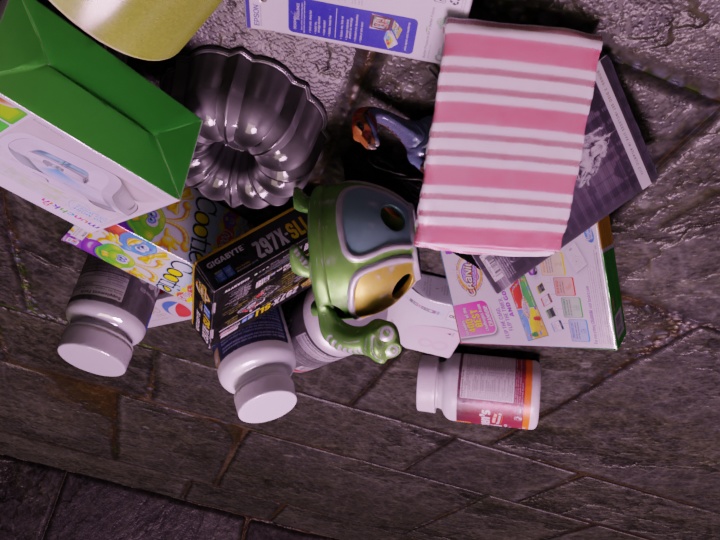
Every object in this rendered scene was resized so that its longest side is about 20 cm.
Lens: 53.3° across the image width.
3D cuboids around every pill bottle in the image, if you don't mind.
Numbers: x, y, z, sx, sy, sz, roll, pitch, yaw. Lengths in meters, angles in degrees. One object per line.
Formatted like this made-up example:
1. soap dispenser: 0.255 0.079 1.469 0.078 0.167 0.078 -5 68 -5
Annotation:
1. pill bottle: -0.344 0.035 1.009 0.110 0.204 0.115 8 150 5
2. pill bottle: -0.151 0.100 0.994 0.108 0.203 0.112 -15 147 -10
3. pill bottle: 0.194 0.195 1.180 0.194 0.112 0.110 4 149 12
4. pill bottle: -0.051 0.074 1.047 0.114 0.118 0.199 26 150 -24

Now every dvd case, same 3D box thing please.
1. dvd case: 0.178 -0.087 0.691 0.198 0.016 0.149 -36 121 7

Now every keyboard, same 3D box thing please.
1. keyboard: 0.068 -0.079 0.805 0.197 0.040 0.104 32 166 12

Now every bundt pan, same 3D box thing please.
1. bundt pan: -0.135 -0.139 0.784 0.196 0.077 0.204 8 149 5

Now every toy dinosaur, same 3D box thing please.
1. toy dinosaur: 0.075 -0.111 0.742 0.177 0.107 0.201 19 155 7

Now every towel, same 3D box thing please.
1. towel: 0.127 -0.113 0.640 0.142 0.030 0.205 3 109 -11

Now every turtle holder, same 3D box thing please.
1. turtle holder: -0.002 -0.011 0.762 0.128 0.187 0.144 -6 125 7

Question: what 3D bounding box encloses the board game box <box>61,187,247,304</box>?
1. board game box: -0.263 -0.054 0.934 0.198 0.107 0.102 30 144 -30

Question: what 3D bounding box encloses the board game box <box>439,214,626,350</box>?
1. board game box: 0.192 0.010 0.825 0.196 0.040 0.157 -1 113 37

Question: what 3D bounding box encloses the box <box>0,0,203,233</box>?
1. box: -0.282 -0.136 0.673 0.173 0.099 0.199 -10 149 39

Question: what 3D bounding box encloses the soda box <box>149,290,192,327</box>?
1. soda box: -0.304 0.039 1.138 0.196 0.065 0.068 -13 142 33

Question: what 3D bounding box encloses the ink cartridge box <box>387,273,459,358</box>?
1. ink cartridge box: 0.063 0.059 1.066 0.194 0.058 0.164 9 149 -5

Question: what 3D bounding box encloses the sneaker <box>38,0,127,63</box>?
1. sneaker: -0.320 -0.217 0.716 0.200 0.078 0.145 -22 133 41

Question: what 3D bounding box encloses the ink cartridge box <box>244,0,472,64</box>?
1. ink cartridge box: -0.002 -0.240 0.613 0.194 0.040 0.100 10 149 -1

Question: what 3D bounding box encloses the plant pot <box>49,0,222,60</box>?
1. plant pot: -0.117 -0.280 0.478 0.197 0.191 0.186 -27 134 26

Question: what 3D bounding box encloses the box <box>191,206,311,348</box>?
1. box: -0.117 -0.001 0.900 0.050 0.198 0.160 51 153 14
